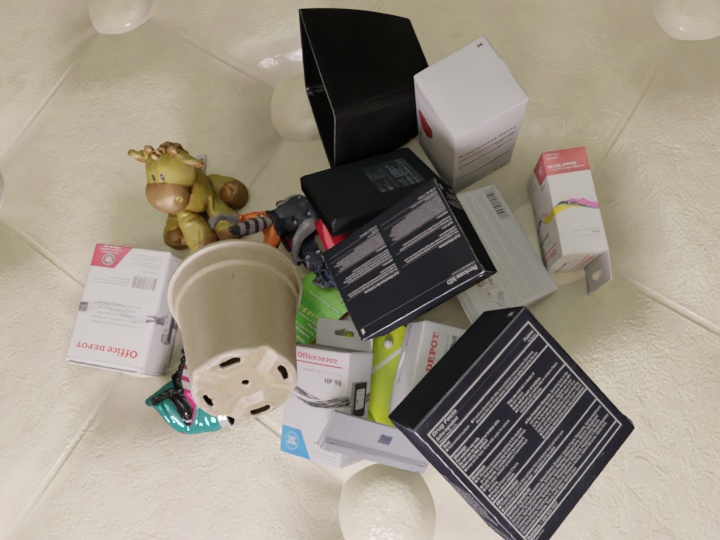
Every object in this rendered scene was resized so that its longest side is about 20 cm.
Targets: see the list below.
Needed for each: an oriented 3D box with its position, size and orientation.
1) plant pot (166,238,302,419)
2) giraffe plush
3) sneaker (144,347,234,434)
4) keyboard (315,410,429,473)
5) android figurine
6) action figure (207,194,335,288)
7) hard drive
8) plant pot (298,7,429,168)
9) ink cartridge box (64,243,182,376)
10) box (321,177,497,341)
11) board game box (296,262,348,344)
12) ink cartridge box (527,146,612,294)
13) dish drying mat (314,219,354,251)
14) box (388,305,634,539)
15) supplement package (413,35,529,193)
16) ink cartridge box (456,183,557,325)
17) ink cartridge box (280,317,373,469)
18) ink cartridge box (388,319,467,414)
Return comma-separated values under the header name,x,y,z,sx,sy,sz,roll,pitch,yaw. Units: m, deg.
name,x,y,z,sx,sy,sz,roll,pitch,yaw
plant pot,-0.166,0.091,0.715,0.199,0.201,0.184,-24,40,2
giraffe plush,-0.295,-0.140,0.871,0.171,0.162,0.201,-19,75,4
sneaker,-0.290,0.174,0.840,0.120,0.084,0.201,-20,75,-7
keyboard,0.031,0.245,0.734,0.199,0.011,0.057,25,90,-30
android figurine,0.053,0.166,0.809,0.181,0.041,0.201,-34,76,-1
action figure,-0.115,-0.055,0.832,0.193,0.105,0.200,-28,63,-29
hard drive,0.019,-0.131,0.829,0.199,0.033,0.140,-19,46,-17
plant pot,0.012,-0.301,0.858,0.176,0.200,0.201,-17,74,-7
ink cartridge box,-0.387,0.068,0.876,0.144,0.085,0.202,7,76,10
box,0.064,-0.010,0.723,0.199,0.079,0.142,-32,73,24
board game box,-0.095,0.074,0.860,0.200,0.030,0.096,-40,72,-5
ink cartridge box,0.312,-0.067,0.785,0.067,0.117,0.202,-8,75,6
dish drying mat,0.000,0.000,0.817,0.076,0.018,0.201,-23,83,-10
box,0.177,0.183,0.635,0.200,0.123,0.199,-43,93,-14
supplement package,0.164,-0.229,0.805,0.119,0.200,0.122,-29,73,0
ink cartridge box,0.182,-0.023,0.794,0.172,0.044,0.201,-19,73,-25
ink cartridge box,-0.049,0.174,0.773,0.115,0.067,0.202,2,85,34
ink cartridge box,0.155,0.165,0.740,0.198,0.084,0.147,14,79,-8
